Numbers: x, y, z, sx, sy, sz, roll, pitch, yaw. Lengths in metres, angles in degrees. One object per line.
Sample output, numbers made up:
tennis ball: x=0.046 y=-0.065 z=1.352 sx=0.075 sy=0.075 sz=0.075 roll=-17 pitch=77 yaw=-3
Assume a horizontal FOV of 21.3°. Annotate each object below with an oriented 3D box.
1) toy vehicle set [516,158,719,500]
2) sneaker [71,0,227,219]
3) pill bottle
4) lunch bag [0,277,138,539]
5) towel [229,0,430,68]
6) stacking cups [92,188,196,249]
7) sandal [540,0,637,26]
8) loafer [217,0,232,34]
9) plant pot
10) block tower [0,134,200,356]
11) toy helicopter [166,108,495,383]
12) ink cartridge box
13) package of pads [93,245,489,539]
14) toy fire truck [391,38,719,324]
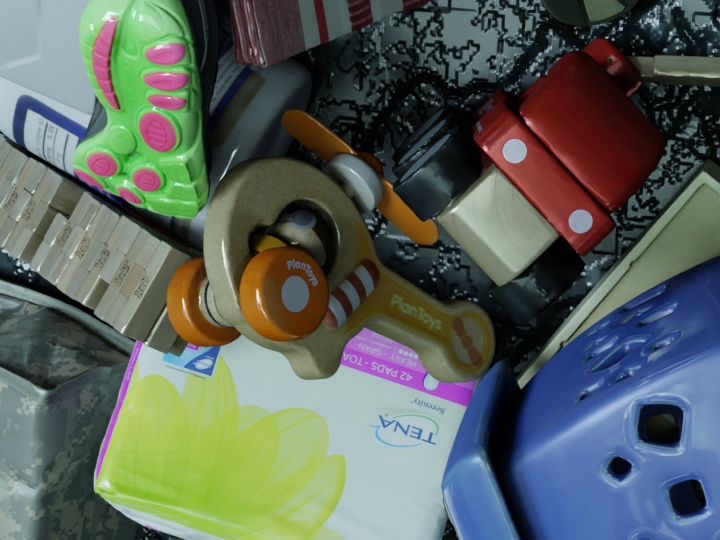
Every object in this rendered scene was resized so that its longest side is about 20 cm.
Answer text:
toy vehicle set: x=0.180 y=0.051 z=1.085 sx=0.124 sy=0.027 sz=0.200 roll=40 pitch=114 yaw=1
sneaker: x=-0.095 y=-0.090 z=0.939 sx=0.076 sy=0.084 sz=0.200 roll=24 pitch=152 yaw=1
pill bottle: x=-0.139 y=-0.109 z=1.079 sx=0.199 sy=0.120 sz=0.120 roll=31 pitch=113 yaw=5
lunch bag: x=-0.229 y=0.097 z=1.170 sx=0.199 sy=0.117 sz=0.165 roll=24 pitch=115 yaw=33
towel: x=-0.012 y=-0.195 z=0.973 sx=0.023 sy=0.200 sz=0.145 roll=2 pitch=110 yaw=34
stacking cups: x=-0.089 y=0.024 z=1.147 sx=0.060 sy=0.060 sz=0.200 roll=-34 pitch=91 yaw=23
sandal: x=0.116 y=-0.222 z=0.990 sx=0.079 sy=0.057 sz=0.202 roll=3 pitch=131 yaw=3
loafer: x=-0.028 y=-0.219 z=1.012 sx=0.072 sy=0.072 sz=0.201 roll=16 pitch=91 yaw=-1
plant pot: x=0.151 y=0.123 z=0.982 sx=0.179 sy=0.200 sz=0.201 roll=-20 pitch=99 yaw=13
block tower: x=-0.154 y=-0.016 z=1.068 sx=0.200 sy=0.054 sz=0.058 roll=32 pitch=92 yaw=46
toy helicopter: x=0.000 y=0.000 z=1.014 sx=0.200 sy=0.133 sz=0.079 roll=29 pitch=157 yaw=-36
ink cartridge box: x=-0.124 y=-0.197 z=0.994 sx=0.068 sy=0.201 sz=0.116 roll=22 pitch=149 yaw=2
package of pads: x=-0.039 y=0.091 z=1.082 sx=0.199 sy=0.068 sz=0.155 roll=18 pitch=79 yaw=-6
toy fire truck: x=0.131 y=-0.073 z=0.992 sx=0.200 sy=0.176 sz=0.129 roll=-43 pitch=97 yaw=8
